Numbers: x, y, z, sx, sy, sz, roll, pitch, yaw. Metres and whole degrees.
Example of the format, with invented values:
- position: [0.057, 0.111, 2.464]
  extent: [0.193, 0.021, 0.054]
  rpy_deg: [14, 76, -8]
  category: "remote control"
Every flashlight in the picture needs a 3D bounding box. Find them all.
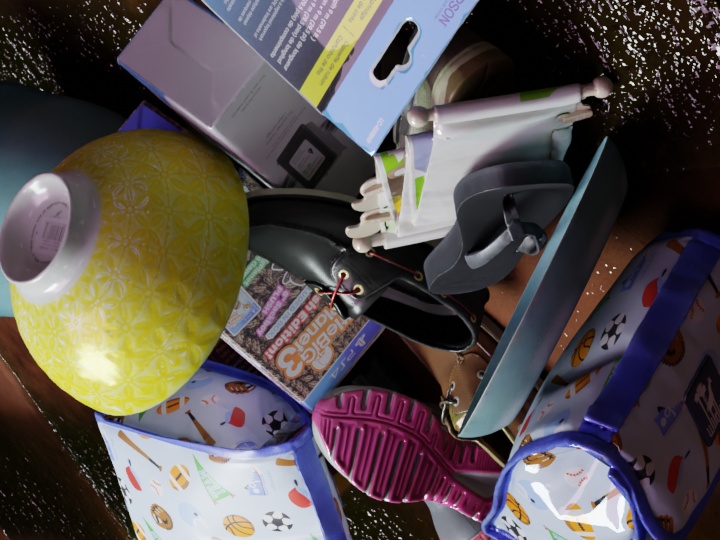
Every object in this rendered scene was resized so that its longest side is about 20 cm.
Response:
- position: [0.055, 0.163, 1.743]
  extent: [0.067, 0.068, 0.201]
  rpy_deg: [-32, 99, 38]
  category: "flashlight"

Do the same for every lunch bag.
- position: [0.168, 0.088, 1.299]
  extent: [0.123, 0.171, 0.201]
  rpy_deg: [27, 153, 13]
  category: "lunch bag"
- position: [-0.090, 0.172, 1.697]
  extent: [0.199, 0.124, 0.171]
  rpy_deg: [12, 130, 43]
  category: "lunch bag"

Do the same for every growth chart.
- position: [0.066, -0.061, 1.331]
  extent: [0.200, 0.143, 0.018]
  rpy_deg: [111, 150, -65]
  category: "growth chart"

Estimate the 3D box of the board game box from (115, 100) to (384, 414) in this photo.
- position: [-0.099, -0.010, 1.603]
  extent: [0.159, 0.097, 0.200]
  rpy_deg: [36, 173, 47]
  category: "board game box"

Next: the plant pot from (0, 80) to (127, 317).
- position: [-0.234, -0.051, 1.771]
  extent: [0.187, 0.201, 0.201]
  rpy_deg: [7, 136, 33]
  category: "plant pot"

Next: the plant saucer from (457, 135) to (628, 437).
- position: [0.114, 0.015, 1.283]
  extent: [0.027, 0.201, 0.200]
  rpy_deg: [26, 153, 3]
  category: "plant saucer"

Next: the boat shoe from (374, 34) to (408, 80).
- position: [-0.048, -0.174, 1.408]
  extent: [0.201, 0.072, 0.066]
  rpy_deg: [44, 151, -3]
  category: "boat shoe"

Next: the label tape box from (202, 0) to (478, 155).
- position: [-0.019, -0.191, 1.286]
  extent: [0.200, 0.066, 0.144]
  rpy_deg: [42, 130, 8]
  category: "label tape box"

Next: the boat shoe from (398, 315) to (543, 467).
- position: [0.089, 0.090, 1.571]
  extent: [0.200, 0.068, 0.072]
  rpy_deg: [39, 156, 21]
  category: "boat shoe"

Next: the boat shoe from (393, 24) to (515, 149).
- position: [0.055, -0.101, 1.362]
  extent: [0.065, 0.073, 0.200]
  rpy_deg: [57, 160, 19]
  category: "boat shoe"

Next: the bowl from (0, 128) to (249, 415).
- position: [-0.180, -0.012, 1.447]
  extent: [0.107, 0.202, 0.199]
  rpy_deg: [23, 177, -43]
  category: "bowl"

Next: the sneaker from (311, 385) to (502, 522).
- position: [0.037, 0.139, 1.649]
  extent: [0.199, 0.082, 0.088]
  rpy_deg: [26, 178, -32]
  category: "sneaker"

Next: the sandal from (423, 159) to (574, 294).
- position: [0.092, -0.020, 1.366]
  extent: [0.200, 0.075, 0.043]
  rpy_deg: [109, 150, -68]
  category: "sandal"

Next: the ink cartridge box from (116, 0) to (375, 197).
- position: [-0.065, -0.102, 1.488]
  extent: [0.116, 0.067, 0.200]
  rpy_deg: [36, 177, 38]
  category: "ink cartridge box"

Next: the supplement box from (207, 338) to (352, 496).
- position: [-0.078, 0.099, 1.816]
  extent: [0.200, 0.103, 0.131]
  rpy_deg: [51, 154, -8]
  category: "supplement box"

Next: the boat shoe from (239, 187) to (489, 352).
- position: [0.001, -0.001, 1.474]
  extent: [0.200, 0.064, 0.074]
  rpy_deg: [22, 147, -24]
  category: "boat shoe"
